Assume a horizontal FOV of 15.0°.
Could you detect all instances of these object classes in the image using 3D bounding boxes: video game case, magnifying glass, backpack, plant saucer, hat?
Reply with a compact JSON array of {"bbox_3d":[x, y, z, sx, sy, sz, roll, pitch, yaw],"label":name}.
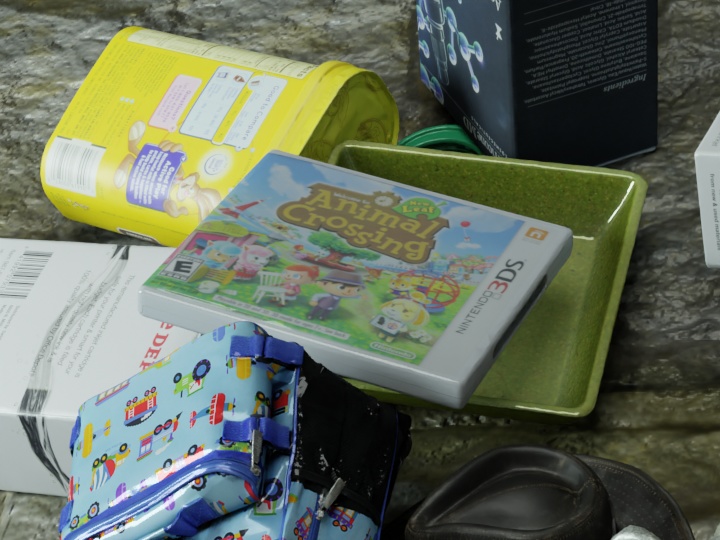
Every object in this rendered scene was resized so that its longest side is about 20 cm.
[{"bbox_3d":[0.000,0.000,1.574,0.200,0.022,0.182,16,34,18],"label":"video game case"},{"bbox_3d":[0.039,-0.021,1.726,0.079,0.022,0.200,-2,42,18],"label":"magnifying glass"},{"bbox_3d":[-0.076,0.155,1.470,0.182,0.134,0.200,-26,42,34],"label":"backpack"},{"bbox_3d":[0.059,0.015,1.637,0.199,0.048,0.200,7,48,13],"label":"plant saucer"},{"bbox_3d":[0.079,0.149,1.478,0.200,0.081,0.201,-10,43,10],"label":"hat"}]

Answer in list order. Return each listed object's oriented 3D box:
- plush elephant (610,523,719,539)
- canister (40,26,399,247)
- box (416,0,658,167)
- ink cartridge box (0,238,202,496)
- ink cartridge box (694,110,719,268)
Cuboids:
[{"bbox_3d":[0.209,0.166,1.354,0.164,0.155,0.200,15,50,32],"label":"plush elephant"},{"bbox_3d":[-0.094,-0.079,1.775,0.200,0.087,0.149,15,66,35],"label":"canister"},{"bbox_3d":[0.109,-0.180,1.724,0.107,0.200,0.148,-18,39,-16],"label":"box"},{"bbox_3d":[-0.173,0.060,1.665,0.200,0.084,0.145,4,46,25],"label":"ink cartridge box"},{"bbox_3d":[0.314,-0.063,1.602,0.200,0.085,0.145,5,33,23],"label":"ink cartridge box"}]
